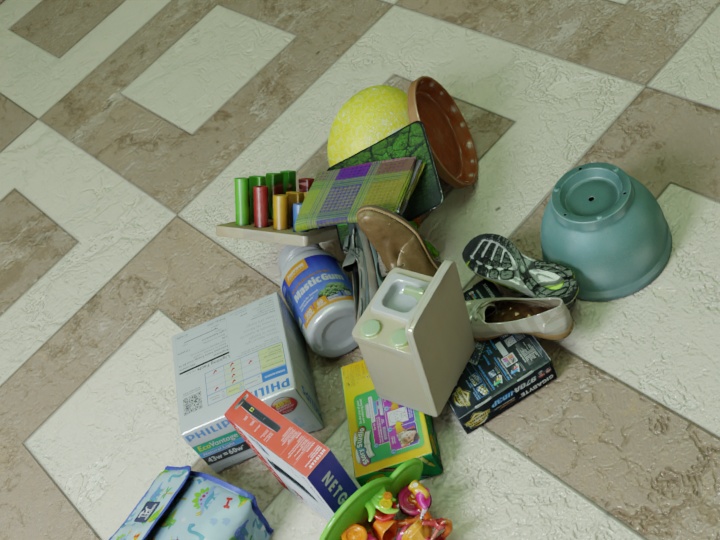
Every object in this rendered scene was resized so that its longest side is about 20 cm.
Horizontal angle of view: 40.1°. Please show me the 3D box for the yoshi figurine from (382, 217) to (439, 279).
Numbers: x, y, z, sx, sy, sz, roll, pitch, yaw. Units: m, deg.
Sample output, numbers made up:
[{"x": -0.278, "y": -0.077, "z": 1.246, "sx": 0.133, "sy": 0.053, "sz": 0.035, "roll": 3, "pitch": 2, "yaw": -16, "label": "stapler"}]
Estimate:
[{"x": 0.058, "y": -0.005, "z": 1.604, "sx": 0.111, "sy": 0.112, "sz": 0.202, "roll": -29, "pitch": 45, "yaw": 24, "label": "yoshi figurine"}]

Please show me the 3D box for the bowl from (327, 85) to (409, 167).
[{"x": 0.053, "y": -0.207, "z": 1.695, "sx": 0.200, "sy": 0.201, "sz": 0.107, "roll": -42, "pitch": 37, "yaw": -12, "label": "bowl"}]

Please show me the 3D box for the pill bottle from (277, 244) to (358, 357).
[{"x": -0.068, "y": 0.037, "z": 1.620, "sx": 0.111, "sy": 0.113, "sz": 0.201, "roll": -31, "pitch": 46, "yaw": -1, "label": "pill bottle"}]

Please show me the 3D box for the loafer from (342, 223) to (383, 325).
[{"x": 0.000, "y": 0.000, "z": 1.525, "sx": 0.062, "sy": 0.072, "sz": 0.203, "roll": -12, "pitch": 66, "yaw": -7, "label": "loafer"}]

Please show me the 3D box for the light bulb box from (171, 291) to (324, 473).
[{"x": -0.180, "y": 0.175, "z": 1.550, "sx": 0.196, "sy": 0.125, "sz": 0.202, "roll": -23, "pitch": 46, "yaw": 7, "label": "light bulb box"}]

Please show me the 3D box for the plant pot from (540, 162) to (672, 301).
[{"x": 0.356, "y": -0.074, "z": 1.480, "sx": 0.197, "sy": 0.135, "sz": 0.202, "roll": -14, "pitch": 48, "yaw": 16, "label": "plant pot"}]

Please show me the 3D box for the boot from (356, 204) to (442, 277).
[{"x": 0.061, "y": -0.013, "z": 1.481, "sx": 0.073, "sy": 0.200, "sz": 0.076, "roll": -25, "pitch": 25, "yaw": 47, "label": "boot"}]

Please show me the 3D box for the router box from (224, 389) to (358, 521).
[{"x": -0.079, "y": 0.272, "z": 1.362, "sx": 0.178, "sy": 0.201, "sz": 0.049, "roll": 27, "pitch": 66, "yaw": 41, "label": "router box"}]

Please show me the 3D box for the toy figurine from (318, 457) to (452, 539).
[{"x": 0.073, "y": 0.368, "z": 1.273, "sx": 0.199, "sy": 0.151, "sz": 0.183, "roll": -36, "pitch": 56, "yaw": -26, "label": "toy figurine"}]

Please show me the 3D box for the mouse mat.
[{"x": 0.034, "y": -0.136, "z": 1.599, "sx": 0.198, "sy": 0.008, "sz": 0.163, "roll": -26, "pitch": 62, "yaw": 25, "label": "mouse mat"}]

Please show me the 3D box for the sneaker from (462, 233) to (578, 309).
[{"x": 0.240, "y": 0.012, "z": 1.491, "sx": 0.199, "sy": 0.081, "sz": 0.074, "roll": 30, "pitch": 75, "yaw": 30, "label": "sneaker"}]

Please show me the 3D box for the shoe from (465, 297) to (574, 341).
[{"x": 0.208, "y": 0.062, "z": 1.431, "sx": 0.197, "sy": 0.054, "sz": 0.071, "roll": 0, "pitch": 51, "yaw": 26, "label": "shoe"}]

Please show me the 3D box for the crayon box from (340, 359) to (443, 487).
[{"x": 0.043, "y": 0.216, "z": 1.447, "sx": 0.117, "sy": 0.059, "sz": 0.202, "roll": -20, "pitch": 46, "yaw": 11, "label": "crayon box"}]

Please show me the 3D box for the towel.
[{"x": -0.002, "y": -0.119, "z": 1.563, "sx": 0.197, "sy": 0.023, "sz": 0.145, "roll": -6, "pitch": 42, "yaw": 29, "label": "towel"}]

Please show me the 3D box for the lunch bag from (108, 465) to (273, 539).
[{"x": -0.254, "y": 0.378, "z": 1.403, "sx": 0.198, "sy": 0.128, "sz": 0.171, "roll": 14, "pitch": 52, "yaw": 32, "label": "lunch bag"}]

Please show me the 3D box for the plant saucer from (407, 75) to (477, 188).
[{"x": 0.137, "y": -0.234, "z": 1.688, "sx": 0.032, "sy": 0.200, "sz": 0.202, "roll": -23, "pitch": 43, "yaw": 30, "label": "plant saucer"}]

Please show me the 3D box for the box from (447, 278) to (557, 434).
[{"x": 0.175, "y": 0.121, "z": 1.468, "sx": 0.158, "sy": 0.046, "sz": 0.201, "roll": -32, "pitch": 45, "yaw": 0, "label": "box"}]

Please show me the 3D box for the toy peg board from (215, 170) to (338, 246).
[{"x": -0.115, "y": -0.113, "z": 1.705, "sx": 0.197, "sy": 0.099, "sz": 0.199, "roll": 7, "pitch": 15, "yaw": 33, "label": "toy peg board"}]

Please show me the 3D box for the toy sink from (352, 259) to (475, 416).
[{"x": 0.071, "y": 0.082, "z": 1.368, "sx": 0.111, "sy": 0.201, "sz": 0.131, "roll": 15, "pitch": 56, "yaw": 28, "label": "toy sink"}]
